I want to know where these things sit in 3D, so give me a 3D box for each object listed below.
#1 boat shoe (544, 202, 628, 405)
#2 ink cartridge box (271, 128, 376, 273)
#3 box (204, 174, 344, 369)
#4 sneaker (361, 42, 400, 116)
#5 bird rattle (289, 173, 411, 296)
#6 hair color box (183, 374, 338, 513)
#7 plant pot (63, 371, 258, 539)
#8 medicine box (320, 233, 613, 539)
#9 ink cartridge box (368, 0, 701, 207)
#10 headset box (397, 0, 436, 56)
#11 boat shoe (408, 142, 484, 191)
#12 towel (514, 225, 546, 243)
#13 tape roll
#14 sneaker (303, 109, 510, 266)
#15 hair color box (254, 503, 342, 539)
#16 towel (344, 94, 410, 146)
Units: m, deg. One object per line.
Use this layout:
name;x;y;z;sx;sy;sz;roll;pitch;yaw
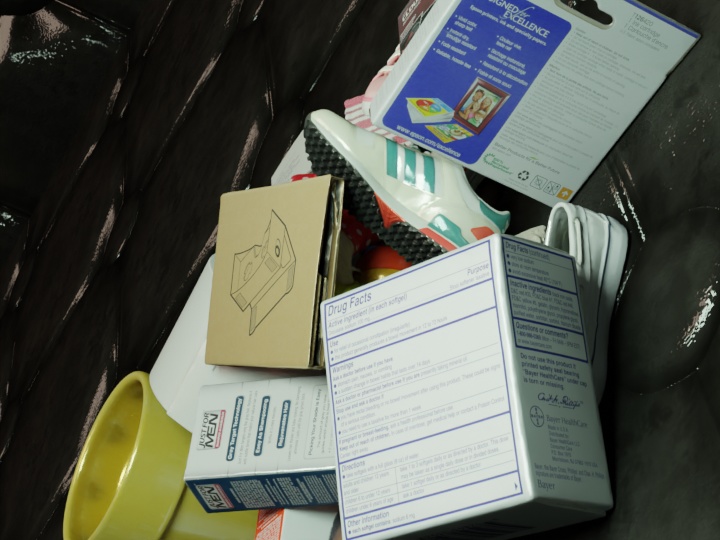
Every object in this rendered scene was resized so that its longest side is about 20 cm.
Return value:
boat shoe;0.154;0.042;1.346;0.074;0.065;0.201;-32;40;56
ink cartridge box;-0.006;-0.041;1.715;0.084;0.146;0.200;-56;23;30
box;-0.079;0.004;1.526;0.200;0.021;0.164;-4;80;59
sneaker;0.060;-0.218;1.664;0.075;0.105;0.200;4;25;36
bird rattle;0.000;0.000;1.564;0.113;0.163;0.201;-37;44;37
hair color box;-0.045;0.148;1.499;0.199;0.061;0.100;-6;51;16
plant pot;-0.187;0.231;1.817;0.201;0.188;0.201;-52;24;35
medicine box;0.075;0.097;1.287;0.182;0.103;0.201;-21;66;39
ink cartridge box;0.139;-0.164;1.413;0.200;0.197;0.047;-55;24;27
headset box;0.115;-0.178;1.558;0.075;0.148;0.200;-50;26;34
boat shoe;0.085;-0.120;1.593;0.070;0.072;0.201;4;48;29
towel;0.108;0.064;1.442;0.132;0.034;0.201;-25;43;42
tape roll;-0.090;0.090;1.711;0.139;0.202;0.203;-60;21;14
sneaker;0.042;-0.077;1.482;0.093;0.200;0.070;-42;-13;-25
hair color box;-0.031;0.217;1.557;0.064;0.111;0.201;-44;31;46
towel;0.063;-0.140;1.719;0.146;0.030;0.200;-20;33;6
